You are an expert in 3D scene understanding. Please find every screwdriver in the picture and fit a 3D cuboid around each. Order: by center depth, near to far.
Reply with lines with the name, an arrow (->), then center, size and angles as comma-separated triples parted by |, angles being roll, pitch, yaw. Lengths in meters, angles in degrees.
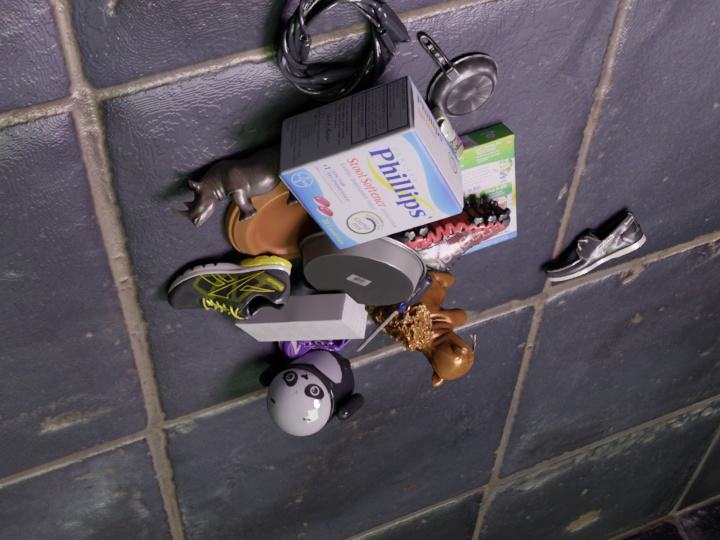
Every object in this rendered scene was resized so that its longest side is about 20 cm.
screwdriver -> 0.055, 0.075, 1.808 | 0.029, 0.028, 0.200 | 19, 128, -26

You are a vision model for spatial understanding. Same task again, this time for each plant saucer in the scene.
plant saucer -> -0.104, -0.081, 1.650 | 0.198, 0.038, 0.201 | -18, 144, -14

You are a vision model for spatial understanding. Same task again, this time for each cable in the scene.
cable -> -0.034, -0.297, 1.414 | 0.162, 0.051, 0.200 | -34, 150, 17

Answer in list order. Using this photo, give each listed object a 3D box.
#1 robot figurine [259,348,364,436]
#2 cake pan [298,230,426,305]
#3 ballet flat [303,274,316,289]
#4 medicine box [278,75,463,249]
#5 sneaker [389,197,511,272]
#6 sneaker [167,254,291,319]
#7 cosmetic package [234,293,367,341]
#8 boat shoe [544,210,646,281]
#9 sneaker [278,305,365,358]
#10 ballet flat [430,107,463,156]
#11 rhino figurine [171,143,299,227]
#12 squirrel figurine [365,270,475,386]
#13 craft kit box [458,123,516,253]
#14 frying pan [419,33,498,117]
robot figurine -> -0.084, 0.208, 1.926 | 0.149, 0.126, 0.200 | -20, -173, 27
cake pan -> 0.000, 0.000, 1.673 | 0.198, 0.037, 0.201 | 9, 154, 4
ballet flat -> 0.006, -0.001, 1.802 | 0.198, 0.073, 0.073 | -18, 145, -14
medicine box -> 0.017, -0.143, 1.505 | 0.198, 0.104, 0.182 | -16, 140, 21
sneaker -> 0.139, -0.050, 1.703 | 0.198, 0.071, 0.099 | -14, 128, -14
sneaker -> -0.199, 0.035, 1.666 | 0.198, 0.085, 0.075 | -14, 154, 9
cosmetic package -> -0.096, 0.076, 1.764 | 0.198, 0.051, 0.083 | -3, 153, 26
boat shoe -> 0.432, -0.044, 2.066 | 0.199, 0.072, 0.068 | -27, 110, 11
sneaker -> -0.066, 0.107, 1.863 | 0.080, 0.084, 0.199 | 6, 150, -43
ballet flat -> 0.081, -0.206, 1.591 | 0.198, 0.069, 0.071 | 4, 133, -31
rhino figurine -> -0.167, -0.114, 1.529 | 0.198, 0.088, 0.060 | -19, -175, -11
squirrel figurine -> 0.107, 0.107, 1.909 | 0.199, 0.188, 0.142 | 14, 129, -45
craft kit box -> 0.150, -0.112, 1.737 | 0.198, 0.049, 0.199 | -18, 132, -14
frying pan -> 0.148, -0.284, 1.570 | 0.114, 0.031, 0.191 | -25, 149, -6
